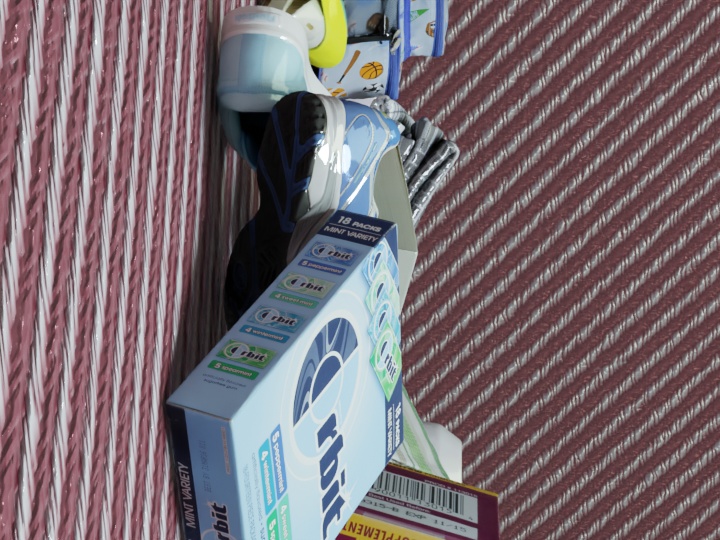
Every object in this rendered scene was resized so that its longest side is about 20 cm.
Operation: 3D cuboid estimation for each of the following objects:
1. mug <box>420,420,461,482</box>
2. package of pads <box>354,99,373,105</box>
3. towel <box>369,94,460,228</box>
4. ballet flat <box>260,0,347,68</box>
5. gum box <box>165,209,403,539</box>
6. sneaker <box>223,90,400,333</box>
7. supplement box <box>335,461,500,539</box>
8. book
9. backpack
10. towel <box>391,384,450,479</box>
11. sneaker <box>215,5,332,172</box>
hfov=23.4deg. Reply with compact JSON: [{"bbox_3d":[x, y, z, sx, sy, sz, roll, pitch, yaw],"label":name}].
[{"bbox_3d":[0.021,0.220,1.654,0.150,0.152,0.188,-83,172,-70],"label":"mug"},{"bbox_3d":[-0.013,-0.182,1.801,0.121,0.075,0.201,-69,158,-85],"label":"package of pads"},{"bbox_3d":[0.013,-0.044,1.535,0.201,0.085,0.166,-60,173,-1],"label":"towel"},{"bbox_3d":[-0.055,-0.225,1.328,0.201,0.066,0.067,83,28,-42],"label":"ballet flat"},{"bbox_3d":[-0.036,0.089,1.010,0.200,0.044,0.171,-51,146,-47],"label":"gum box"},{"bbox_3d":[-0.030,-0.016,1.086,0.076,0.077,0.201,49,-50,41],"label":"sneaker"},{"bbox_3d":[0.008,0.243,1.206,0.103,0.130,0.201,-79,-175,-72],"label":"supplement box"},{"bbox_3d":[0.000,0.000,1.210,0.200,0.048,0.134,-103,-156,-63],"label":"book"},{"bbox_3d":[-0.002,-0.244,1.496,0.201,0.153,0.191,-91,-172,-46],"label":"backpack"},{"bbox_3d":[0.005,0.108,1.431,0.150,0.031,0.200,63,11,24],"label":"towel"},{"bbox_3d":[-0.059,-0.091,1.141,0.200,0.073,0.082,61,35,-65],"label":"sneaker"}]
